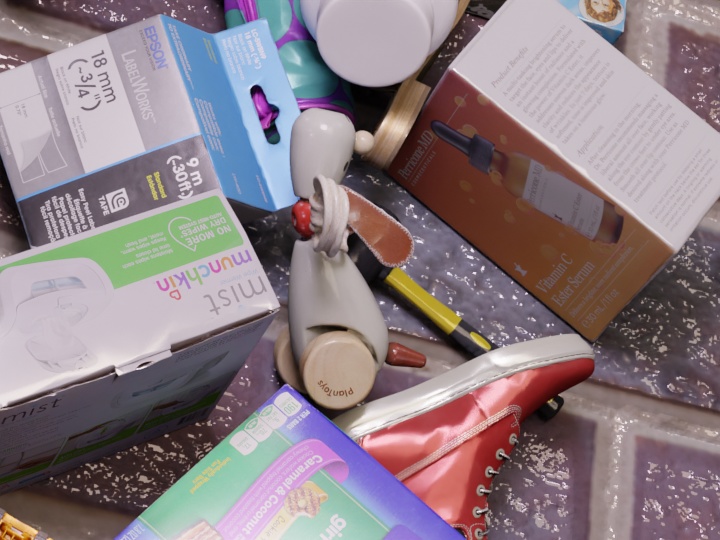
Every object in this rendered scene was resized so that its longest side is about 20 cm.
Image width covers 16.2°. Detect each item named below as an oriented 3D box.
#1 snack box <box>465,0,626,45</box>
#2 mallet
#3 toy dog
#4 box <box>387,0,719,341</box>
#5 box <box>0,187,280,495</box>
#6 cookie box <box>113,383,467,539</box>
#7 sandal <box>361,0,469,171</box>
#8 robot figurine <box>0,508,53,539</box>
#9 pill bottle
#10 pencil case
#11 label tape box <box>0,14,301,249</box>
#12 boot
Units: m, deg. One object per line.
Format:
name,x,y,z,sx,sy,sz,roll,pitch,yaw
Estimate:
snack box,0.108,-0.247,1.932,0.199,0.037,0.117,15,60,-12
mallet,0.054,0.041,1.765,0.200,0.041,0.066,45,58,2
toy dog,0.000,0.000,1.673,0.096,0.201,0.132,-2,32,-16
box,0.142,-0.075,1.786,0.200,0.152,0.106,39,59,4
box,-0.174,0.054,1.589,0.199,0.177,0.097,-19,72,-27
cookie box,-0.034,0.200,1.589,0.200,0.075,0.171,40,64,19
sandal,0.022,-0.158,1.809,0.069,0.078,0.212,28,42,-4
robot figurine,-0.224,0.193,1.482,0.145,0.200,0.058,30,57,-4
pill bottle,0.016,-0.213,1.754,0.109,0.110,0.200,20,36,-9
pencil case,-0.062,-0.179,1.802,0.092,0.085,0.201,15,54,-51
label tape box,-0.139,-0.090,1.699,0.199,0.063,0.145,-20,70,-1
boot,0.088,0.135,1.696,0.199,0.072,0.145,-23,74,-12
